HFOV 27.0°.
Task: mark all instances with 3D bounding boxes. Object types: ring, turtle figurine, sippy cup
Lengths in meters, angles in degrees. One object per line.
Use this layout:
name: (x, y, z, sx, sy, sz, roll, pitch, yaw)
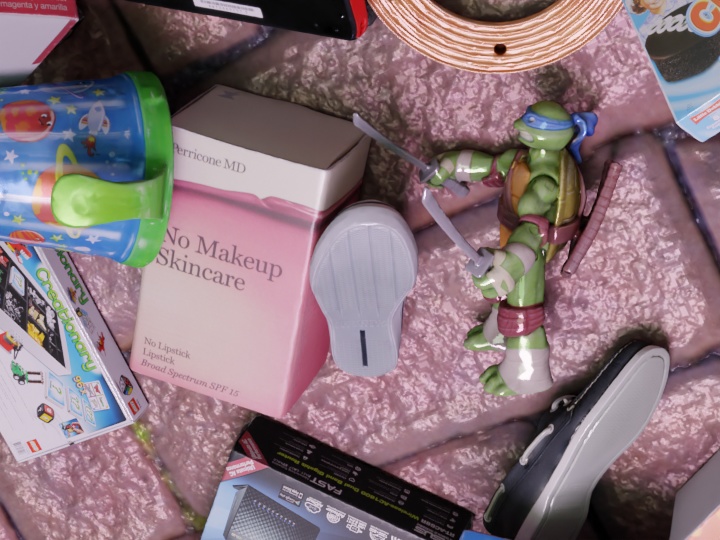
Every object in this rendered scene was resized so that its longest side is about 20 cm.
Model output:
ring: (0.089, -0.228, 0.986, 0.199, 0.019, 0.201, 3, 117, 6)
turtle figurine: (0.075, -0.018, 1.027, 0.144, 0.200, 0.195, 26, 128, 45)
sippy cup: (-0.208, -0.071, 1.024, 0.178, 0.130, 0.140, 139, 127, -61)

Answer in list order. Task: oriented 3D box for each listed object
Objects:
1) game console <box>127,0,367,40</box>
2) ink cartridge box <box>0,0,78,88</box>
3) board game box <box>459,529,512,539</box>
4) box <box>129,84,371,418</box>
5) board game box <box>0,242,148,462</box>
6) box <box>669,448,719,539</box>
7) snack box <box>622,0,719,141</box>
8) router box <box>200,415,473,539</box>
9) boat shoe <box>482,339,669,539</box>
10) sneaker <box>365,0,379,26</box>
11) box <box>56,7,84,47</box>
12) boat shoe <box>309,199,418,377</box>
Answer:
game console: (-0.098, -0.230, 0.959, 0.199, 0.031, 0.177, 14, 149, 22)
ink cartridge box: (-0.286, -0.232, 0.977, 0.145, 0.144, 0.201, -27, 70, 56)
board game box: (0.168, 0.269, 1.095, 0.199, 0.056, 0.196, 12, 154, 13)
box: (-0.081, -0.015, 1.092, 0.127, 0.109, 0.201, 16, 116, 11)
board game box: (-0.273, 0.050, 1.220, 0.126, 0.035, 0.201, -20, 104, 24)
box: (0.324, 0.151, 1.038, 0.124, 0.098, 0.200, 36, 117, 0)
snack box: (0.264, -0.181, 0.918, 0.200, 0.117, 0.037, -35, 141, 26)
router box: (-0.028, 0.227, 1.199, 0.199, 0.062, 0.150, 24, 118, 7)
boat shoe: (0.153, 0.128, 1.100, 0.060, 0.075, 0.200, 43, 107, 41)
sneaker: (-0.077, -0.220, 1.041, 0.199, 0.074, 0.080, 29, 144, 0)
box: (-0.322, -0.208, 1.064, 0.200, 0.160, 0.044, 50, 150, -6)
boat shoe: (0.000, 0.000, 1.049, 0.073, 0.067, 0.200, 3, 147, -3)
